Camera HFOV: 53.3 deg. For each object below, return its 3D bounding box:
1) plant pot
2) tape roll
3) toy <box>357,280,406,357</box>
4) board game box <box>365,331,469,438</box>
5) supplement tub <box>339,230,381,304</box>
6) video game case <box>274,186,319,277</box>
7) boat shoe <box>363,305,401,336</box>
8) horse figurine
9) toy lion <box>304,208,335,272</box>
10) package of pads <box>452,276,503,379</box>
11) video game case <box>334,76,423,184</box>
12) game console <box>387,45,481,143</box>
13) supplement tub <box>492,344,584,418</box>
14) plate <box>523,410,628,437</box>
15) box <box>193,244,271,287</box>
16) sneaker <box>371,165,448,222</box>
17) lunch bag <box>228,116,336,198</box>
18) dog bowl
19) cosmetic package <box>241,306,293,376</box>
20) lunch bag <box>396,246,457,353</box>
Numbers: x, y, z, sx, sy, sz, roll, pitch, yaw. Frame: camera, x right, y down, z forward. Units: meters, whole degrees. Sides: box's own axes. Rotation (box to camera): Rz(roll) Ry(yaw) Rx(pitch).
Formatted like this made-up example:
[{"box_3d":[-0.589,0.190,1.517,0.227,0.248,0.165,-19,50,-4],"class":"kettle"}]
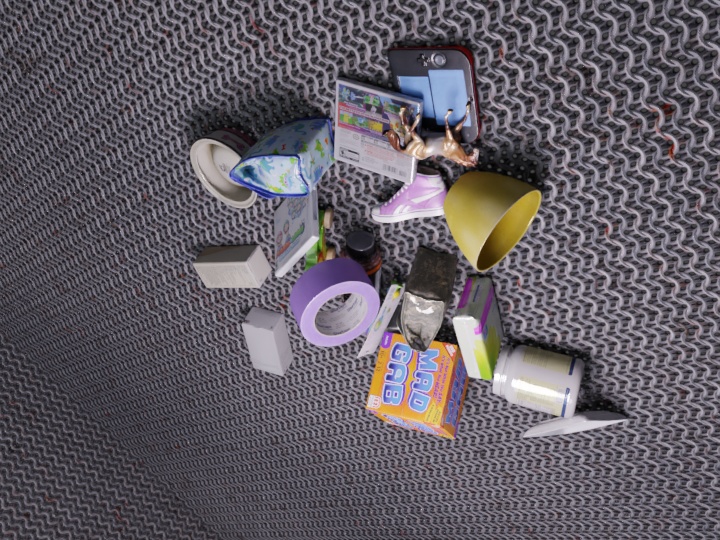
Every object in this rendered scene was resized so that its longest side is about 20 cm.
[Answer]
[{"box_3d":[0.253,-0.122,1.469,0.142,0.199,0.202,42,143,24],"class":"plant pot"},{"box_3d":[-0.060,0.075,1.667,0.197,0.085,0.202,-15,134,-16],"class":"tape roll"},{"box_3d":[0.043,0.114,1.787,0.047,0.115,0.202,33,104,20],"class":"toy"},{"box_3d":[0.154,0.297,1.843,0.196,0.203,0.200,9,162,22],"class":"board game box"},{"box_3d":[0.000,0.000,1.771,0.105,0.108,0.202,15,136,17],"class":"supplement tub"},{"box_3d":[-0.156,-0.109,1.714,0.023,0.185,0.200,12,147,-29],"class":"video game case"},{"box_3d":[0.074,0.144,1.895,0.199,0.075,0.065,-10,134,38],"class":"boat shoe"},{"box_3d":[0.141,-0.262,1.414,0.196,0.050,0.134,-3,135,1],"class":"horse figurine"},{"box_3d":[-0.109,-0.023,1.743,0.067,0.194,0.202,5,134,6],"class":"toy lion"},{"box_3d":[0.281,0.133,1.698,0.067,0.155,0.202,0,129,26],"class":"package of pads"},{"box_3d":[0.034,-0.293,1.501,0.197,0.023,0.185,22,130,23],"class":"video game case"},{"box_3d":[0.147,-0.344,1.414,0.174,0.031,0.202,6,132,25],"class":"game console"},{"box_3d":[0.432,0.264,1.741,0.197,0.146,0.147,13,136,19],"class":"supplement tub"},{"box_3d":[0.541,0.385,1.812,0.197,0.033,0.199,9,154,-40],"class":"plate"},{"box_3d":[-0.355,-0.010,1.990,0.197,0.078,0.096,0,130,30],"class":"box"},{"box_3d":[0.102,-0.175,1.584,0.198,0.073,0.116,-8,115,31],"class":"sneaker"},{"box_3d":[-0.172,-0.249,1.587,0.197,0.171,0.129,6,130,25],"class":"lunch bag"},{"box_3d":[-0.309,-0.252,1.722,0.197,0.074,0.202,23,143,18],"class":"dog bowl"},{"box_3d":[-0.278,0.214,2.159,0.111,0.082,0.202,13,134,18],"class":"cosmetic package"},{"box_3d":[0.155,0.076,1.709,0.115,0.165,0.202,14,135,10],"class":"lunch bag"}]
